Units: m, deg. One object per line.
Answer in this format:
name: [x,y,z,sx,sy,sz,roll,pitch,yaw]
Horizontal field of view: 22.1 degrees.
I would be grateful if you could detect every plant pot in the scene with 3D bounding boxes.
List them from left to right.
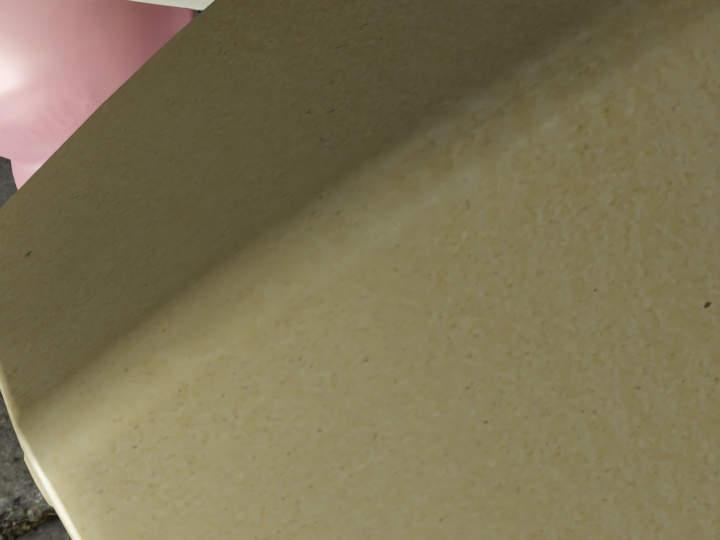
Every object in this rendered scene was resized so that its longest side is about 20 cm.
plant pot: [0.014,0.030,0.457,0.201,0.176,0.200,64,172,-24]

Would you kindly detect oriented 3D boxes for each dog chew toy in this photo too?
dog chew toy: [-0.109,-0.067,0.813,0.201,0.124,0.125,60,178,-26]

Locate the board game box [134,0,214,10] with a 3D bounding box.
board game box: [-0.045,-0.148,0.664,0.201,0.125,0.035,60,138,49]

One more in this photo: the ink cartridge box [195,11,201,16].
ink cartridge box: [-0.030,-0.122,0.845,0.146,0.083,0.201,73,171,-59]
